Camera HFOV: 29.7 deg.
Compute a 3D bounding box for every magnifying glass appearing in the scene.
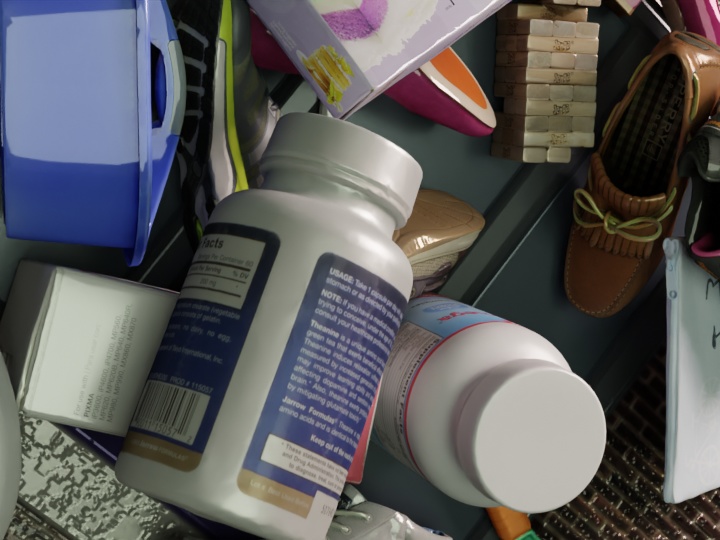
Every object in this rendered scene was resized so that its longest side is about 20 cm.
[{"bbox_3d":[0.119,0.203,0.962,0.079,0.022,0.201,-29,105,-14],"label":"magnifying glass"}]

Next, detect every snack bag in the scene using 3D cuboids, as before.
[{"bbox_3d":[0.266,0.060,0.958,0.199,0.021,0.191,-11,104,-43],"label":"snack bag"}]

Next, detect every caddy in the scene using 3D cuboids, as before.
[{"bbox_3d":[-0.149,-0.102,0.760,0.104,0.141,0.202,-2,99,-16],"label":"caddy"}]

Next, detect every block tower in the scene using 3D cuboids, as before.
[{"bbox_3d":[0.123,-0.174,0.896,0.053,0.058,0.202,-1,99,-19],"label":"block tower"}]

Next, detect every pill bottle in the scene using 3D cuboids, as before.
[{"bbox_3d":[-0.039,0.029,0.683,0.110,0.111,0.202,25,77,-21],"label":"pill bottle"},{"bbox_3d":[0.065,0.079,0.830,0.108,0.200,0.110,-3,99,-20],"label":"pill bottle"}]

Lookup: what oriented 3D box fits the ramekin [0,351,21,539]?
[{"bbox_3d":[-0.279,0.087,0.702,0.094,0.201,0.205,-22,109,-59],"label":"ramekin"}]

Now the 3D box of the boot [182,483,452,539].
[{"bbox_3d":[-0.032,0.182,0.886,0.199,0.073,0.096,25,82,-29],"label":"boot"}]

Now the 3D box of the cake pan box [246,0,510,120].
[{"bbox_3d":[0.003,-0.210,0.795,0.200,0.052,0.185,-38,95,-36],"label":"cake pan box"}]

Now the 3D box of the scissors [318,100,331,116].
[{"bbox_3d":[-0.007,-0.162,0.871,0.072,0.014,0.202,-9,100,-18],"label":"scissors"}]

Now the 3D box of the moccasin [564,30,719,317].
[{"bbox_3d":[0.181,-0.056,0.893,0.078,0.073,0.203,-25,145,-51],"label":"moccasin"}]

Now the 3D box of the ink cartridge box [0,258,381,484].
[{"bbox_3d":[-0.104,0.056,0.794,0.198,0.145,0.086,13,87,-22],"label":"ink cartridge box"}]

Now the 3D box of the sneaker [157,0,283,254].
[{"bbox_3d":[-0.069,-0.083,0.822,0.080,0.074,0.202,-22,126,-29],"label":"sneaker"}]

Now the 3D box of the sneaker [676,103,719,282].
[{"bbox_3d":[0.249,-0.015,0.877,0.086,0.080,0.201,-34,112,-22],"label":"sneaker"}]

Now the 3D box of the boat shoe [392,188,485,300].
[{"bbox_3d":[0.000,0.000,0.838,0.199,0.072,0.065,-19,131,-46],"label":"boat shoe"}]

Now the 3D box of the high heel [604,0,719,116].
[{"bbox_3d":[0.251,-0.168,0.924,0.200,0.067,0.096,43,94,-16],"label":"high heel"}]

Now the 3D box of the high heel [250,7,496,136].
[{"bbox_3d":[-0.011,-0.127,0.851,0.199,0.068,0.096,37,121,-16],"label":"high heel"}]
